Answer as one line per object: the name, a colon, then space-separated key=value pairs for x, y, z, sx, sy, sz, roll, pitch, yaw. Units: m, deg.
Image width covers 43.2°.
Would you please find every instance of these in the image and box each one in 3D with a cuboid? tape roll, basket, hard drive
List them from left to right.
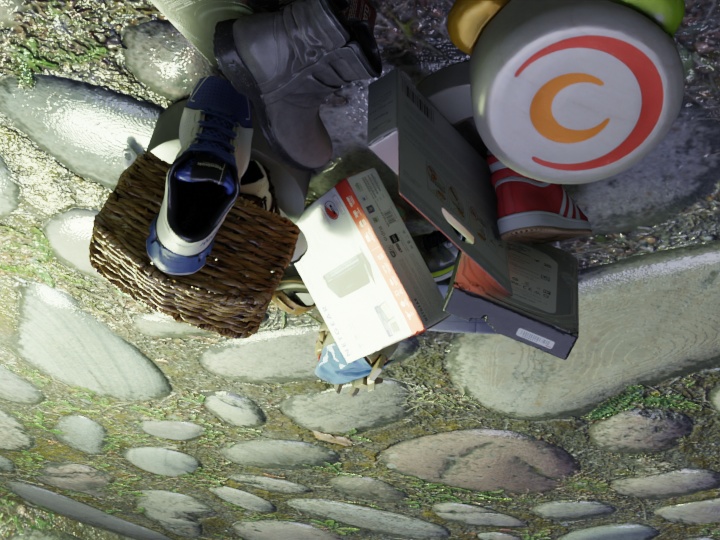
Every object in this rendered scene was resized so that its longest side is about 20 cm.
basket: x=-0.188 y=-0.002 z=0.978 sx=0.200 sy=0.143 sz=0.149 roll=26 pitch=144 yaw=-7
tape roll: x=-0.161 y=-0.120 z=1.107 sx=0.200 sy=0.066 sz=0.200 roll=8 pitch=148 yaw=5
tape roll: x=0.144 y=-0.149 z=1.009 sx=0.202 sy=0.037 sz=0.203 roll=7 pitch=148 yaw=5
hard drive: x=0.171 y=0.011 z=1.004 sx=0.140 sy=0.200 sz=0.038 roll=23 pitch=117 yaw=3

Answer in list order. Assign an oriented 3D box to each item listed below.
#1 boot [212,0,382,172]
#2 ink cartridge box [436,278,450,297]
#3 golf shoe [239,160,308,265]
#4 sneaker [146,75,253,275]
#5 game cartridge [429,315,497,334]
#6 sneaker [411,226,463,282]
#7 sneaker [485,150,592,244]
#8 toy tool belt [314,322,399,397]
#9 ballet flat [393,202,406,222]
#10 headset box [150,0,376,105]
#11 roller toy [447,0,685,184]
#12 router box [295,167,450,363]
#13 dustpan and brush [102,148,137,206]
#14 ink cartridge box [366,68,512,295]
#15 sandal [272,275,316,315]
boot: x=-0.037 y=-0.171 z=0.854 sx=0.131 sy=0.070 sz=0.200 roll=-11 pitch=148 yaw=21
ink cartridge box: x=0.107 y=0.026 z=1.233 sx=0.200 sy=0.042 sz=0.119 roll=0 pitch=-173 yaw=10
golf shoe: x=-0.123 y=-0.071 z=1.042 sx=0.200 sy=0.078 sz=0.094 roll=32 pitch=141 yaw=-34
sneaker: x=-0.141 y=-0.099 z=0.869 sx=0.080 sy=0.200 sz=0.115 roll=19 pitch=160 yaw=-16
game cartridge: x=0.107 y=0.060 z=1.285 sx=0.200 sy=0.042 sz=0.133 roll=4 pitch=-179 yaw=8
sneaker: x=0.124 y=-0.042 z=1.139 sx=0.200 sy=0.074 sz=0.081 roll=-10 pitch=136 yaw=-8
sneaker: x=0.199 y=-0.089 z=1.007 sx=0.071 sy=0.113 sz=0.200 roll=-14 pitch=172 yaw=28
toy tool belt: x=-0.019 y=0.138 z=1.423 sx=0.125 sy=0.123 sz=0.200 roll=26 pitch=145 yaw=-24
ballet flat: x=0.006 y=-0.028 z=1.204 sx=0.065 sy=0.071 sz=0.200 roll=21 pitch=148 yaw=-10
headset box: x=-0.090 y=-0.252 z=0.870 sx=0.148 sy=0.075 sz=0.200 roll=-13 pitch=141 yaw=32
roller toy: x=0.189 y=-0.185 z=0.833 sx=0.200 sy=0.140 sz=0.183 roll=-9 pitch=131 yaw=13
router box: x=0.000 y=0.000 z=1.126 sx=0.179 sy=0.049 sz=0.200 roll=-31 pitch=86 yaw=53
dustpan and brush: x=-0.293 y=-0.088 z=1.216 sx=0.139 sy=0.057 sz=0.200 roll=-2 pitch=154 yaw=-3
ink cartridge box: x=0.082 y=-0.082 z=0.930 sx=0.044 sy=0.174 sz=0.200 roll=-25 pitch=135 yaw=31
sandal: x=-0.111 y=0.038 z=1.330 sx=0.200 sy=0.055 sz=0.082 roll=3 pitch=172 yaw=11
